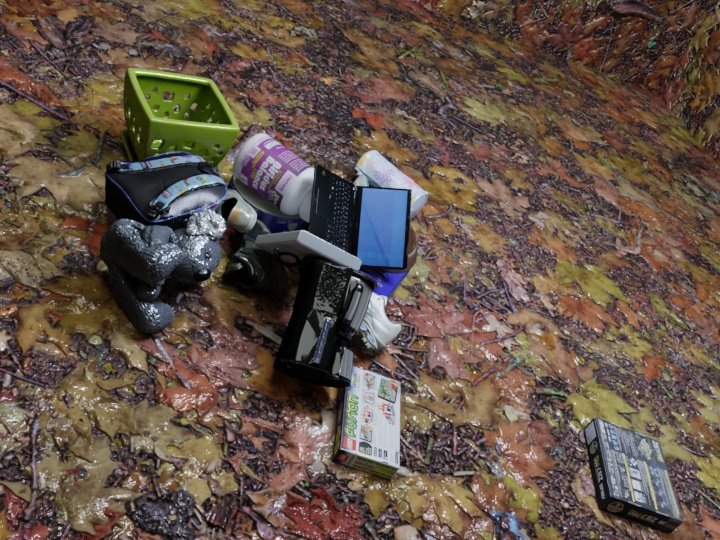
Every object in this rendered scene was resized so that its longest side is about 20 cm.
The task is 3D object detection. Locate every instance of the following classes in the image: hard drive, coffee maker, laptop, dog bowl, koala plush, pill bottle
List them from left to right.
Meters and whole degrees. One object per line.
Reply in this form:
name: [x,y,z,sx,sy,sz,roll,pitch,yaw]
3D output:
koala plush: [-0.330,-0.024,1.365,0.200,0.178,0.184,-21,51,-40]
dog bowl: [-0.195,-0.147,1.694,0.200,0.079,0.200,19,36,-14]
pill bottle: [-0.155,-0.185,1.602,0.200,0.112,0.112,36,36,12]
hard drive: [-0.101,-0.033,1.440,0.132,0.200,0.027,27,77,-26]
coffee maker: [-0.086,0.090,1.375,0.192,0.135,0.200,13,69,9]
laptop: [0.001,-0.105,1.546,0.200,0.103,0.178,24,65,-48]

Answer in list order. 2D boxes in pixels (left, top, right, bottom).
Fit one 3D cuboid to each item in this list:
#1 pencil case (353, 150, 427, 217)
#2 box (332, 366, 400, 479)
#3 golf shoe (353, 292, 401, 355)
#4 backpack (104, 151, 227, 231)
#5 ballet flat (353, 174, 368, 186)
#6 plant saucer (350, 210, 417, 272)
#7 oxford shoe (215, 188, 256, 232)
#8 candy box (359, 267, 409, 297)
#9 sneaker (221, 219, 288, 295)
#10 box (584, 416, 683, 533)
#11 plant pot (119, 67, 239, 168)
pencil case: [0.076,-0.218,1.962,0.200,0.083,0.091,41,35,17]
box: [0.015,0.260,1.363,0.110,0.035,0.200,20,36,-11]
golf shoe: [0.001,0.064,1.524,0.097,0.078,0.200,-31,80,-15]
backpack: [-0.367,-0.138,1.494,0.200,0.135,0.183,-25,59,-39]
ballet flat: [-0.004,-0.166,1.868,0.069,0.069,0.200,12,39,-22]
plant saucer: [0.048,-0.085,1.661,0.200,0.034,0.200,24,43,-24]
oxford shoe: [-0.274,-0.129,1.572,0.058,0.075,0.200,24,5,-37]
candy box: [0.000,0.000,1.644,0.169,0.077,0.200,34,34,6]
sneaker: [-0.226,-0.035,1.534,0.114,0.076,0.200,5,46,-39]
box: [0.533,0.398,1.531,0.161,0.049,0.200,19,36,-10]
plant pot: [-0.397,-0.291,1.648,0.199,0.182,0.200,-1,45,-34]
